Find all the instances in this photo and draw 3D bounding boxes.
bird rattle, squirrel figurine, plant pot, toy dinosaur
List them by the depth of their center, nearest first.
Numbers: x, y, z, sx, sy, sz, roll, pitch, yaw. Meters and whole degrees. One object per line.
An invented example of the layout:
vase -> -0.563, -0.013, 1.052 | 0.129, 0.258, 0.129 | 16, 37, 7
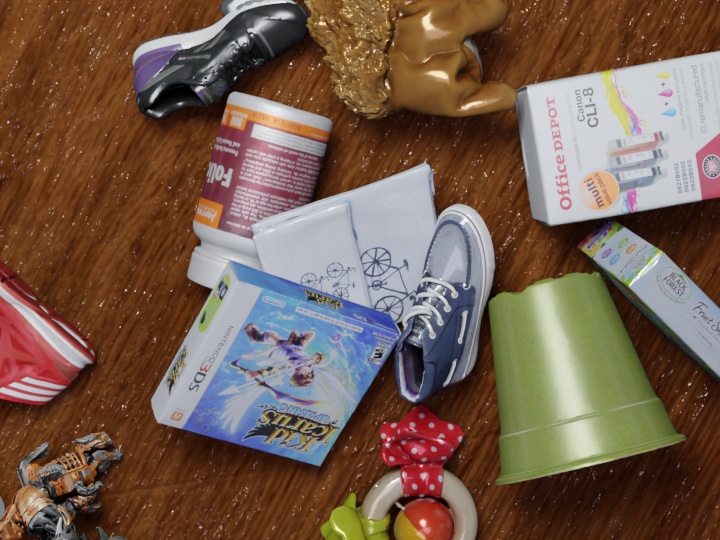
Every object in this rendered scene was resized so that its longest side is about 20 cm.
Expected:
squirrel figurine -> 0.047, -0.254, 1.307 | 0.200, 0.142, 0.187 | -10, 116, -4
plant pot -> 0.214, 0.106, 1.359 | 0.200, 0.200, 0.190 | -13, 81, 2
toy dinosaur -> -0.330, 0.265, 1.405 | 0.200, 0.102, 0.136 | -41, 96, -6
bird rattle -> 0.053, 0.256, 1.423 | 0.163, 0.113, 0.200 | 43, 81, -14

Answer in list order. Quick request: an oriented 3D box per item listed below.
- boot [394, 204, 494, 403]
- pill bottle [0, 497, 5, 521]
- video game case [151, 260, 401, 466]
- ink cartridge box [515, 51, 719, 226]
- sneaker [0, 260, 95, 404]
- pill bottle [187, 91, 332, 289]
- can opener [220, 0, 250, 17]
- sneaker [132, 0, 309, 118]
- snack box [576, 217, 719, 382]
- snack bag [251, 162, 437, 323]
boot -> 0.082, 0.037, 1.344 | 0.073, 0.090, 0.200 | 16, 116, 32
pill bottle -> -0.484, 0.296, 1.410 | 0.200, 0.113, 0.113 | -39, 93, 3
video game case -> -0.086, 0.101, 1.355 | 0.200, 0.045, 0.181 | 20, 114, -29
ink cartridge box -> 0.268, -0.132, 1.345 | 0.200, 0.145, 0.146 | -10, 95, 3
sneaker -> -0.393, 0.067, 1.409 | 0.200, 0.078, 0.116 | 42, 93, -1
pill bottle -> -0.109, -0.076, 1.372 | 0.114, 0.114, 0.200 | 16, 94, 0
can opener -> -0.058, -0.320, 1.383 | 0.200, 0.053, 0.067 | -35, 92, 4
sneaker -> -0.140, -0.209, 1.361 | 0.200, 0.076, 0.088 | -19, 51, 15
snack box -> 0.323, 0.041, 1.333 | 0.200, 0.142, 0.053 | 41, 93, -20
snack bag -> 0.000, 0.000, 1.364 | 0.200, 0.021, 0.189 | -20, 125, -10
